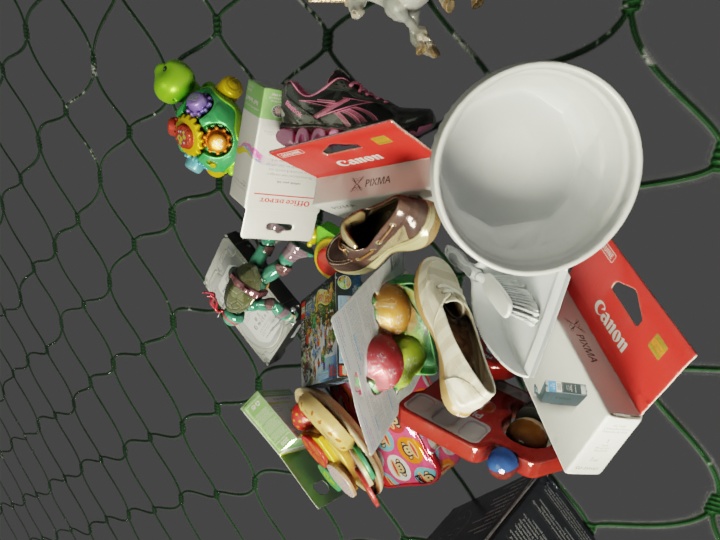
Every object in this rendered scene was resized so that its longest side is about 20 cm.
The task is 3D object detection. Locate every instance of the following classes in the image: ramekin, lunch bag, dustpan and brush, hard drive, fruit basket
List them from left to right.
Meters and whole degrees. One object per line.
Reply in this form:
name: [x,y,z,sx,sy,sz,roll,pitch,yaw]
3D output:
hard drive: [-0.185,0.048,1.152,0.200,0.038,0.140,50,133,15]
fruit basket: [0.026,0.092,0.831,0.093,0.200,0.186,0,116,34]
lunch bag: [0.041,0.218,0.992,0.176,0.082,0.201,-27,90,50]
dustpan and brush: [0.155,0.016,0.790,0.200,0.057,0.140,-117,37,-61]
ramekin: [0.162,-0.104,0.667,0.199,0.105,0.201,-1,105,-3]

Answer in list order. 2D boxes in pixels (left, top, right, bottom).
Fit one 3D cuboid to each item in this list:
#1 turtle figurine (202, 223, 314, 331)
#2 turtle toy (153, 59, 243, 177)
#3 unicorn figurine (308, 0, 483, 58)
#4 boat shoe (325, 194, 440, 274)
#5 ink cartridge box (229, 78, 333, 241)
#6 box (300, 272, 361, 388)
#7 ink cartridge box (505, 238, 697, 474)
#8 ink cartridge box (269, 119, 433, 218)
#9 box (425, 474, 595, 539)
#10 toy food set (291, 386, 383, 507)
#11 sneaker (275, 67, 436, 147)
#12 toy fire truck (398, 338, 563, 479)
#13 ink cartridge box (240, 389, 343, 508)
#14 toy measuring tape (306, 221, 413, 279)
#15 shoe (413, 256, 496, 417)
turtle figurine: [-0.159,0.025,1.043,0.150,0.101,0.200,40,105,19]
turtle toy: [-0.247,-0.236,1.041,0.146,0.101,0.201,-30,87,45]
unicorn figurine: [0.057,-0.315,0.761,0.200,0.074,0.138,-36,73,30]
boat shoe: [0.007,-0.046,0.785,0.200,0.072,0.073,-16,60,55]
ink cartridge box: [-0.107,-0.145,0.909,0.067,0.117,0.201,39,121,51]
box: [-0.045,0.092,0.952,0.200,0.037,0.137,142,127,-67]
ink cartridge box: [0.232,0.076,0.698,0.200,0.044,0.177,-104,28,-50]
ink cartridge box: [0.016,-0.107,0.799,0.199,0.176,0.045,-3,74,43]
box: [0.163,0.385,0.864,0.124,0.196,0.200,54,135,10]
toy food set: [-0.037,0.256,0.981,0.198,0.049,0.200,56,155,-5]
sneaker: [-0.008,-0.199,0.816,0.199,0.079,0.096,0,100,6]
toy fire truck: [0.165,0.179,0.794,0.199,0.168,0.113,25,123,33]
ink cartridge box: [-0.096,0.285,1.099,0.048,0.145,0.200,-45,73,4]
toy measuring tape: [0.000,0.000,0.947,0.199,0.074,0.074,33,128,15]
shoe: [0.112,0.066,0.777,0.053,0.070,0.201,-44,48,45]
